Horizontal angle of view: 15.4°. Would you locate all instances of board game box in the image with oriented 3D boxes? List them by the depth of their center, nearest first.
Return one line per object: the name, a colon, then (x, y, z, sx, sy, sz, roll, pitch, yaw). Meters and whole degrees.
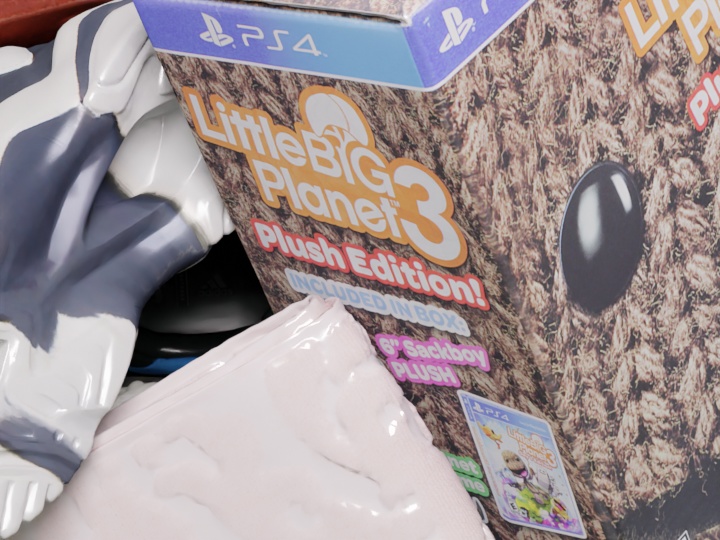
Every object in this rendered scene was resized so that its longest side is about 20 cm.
board game box: (0.058, -0.030, 0.679, 0.096, 0.201, 0.159, 12, 47, 44)

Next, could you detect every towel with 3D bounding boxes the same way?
towel: (-0.033, 0.132, 0.679, 0.190, 0.032, 0.201, -29, 102, 16)

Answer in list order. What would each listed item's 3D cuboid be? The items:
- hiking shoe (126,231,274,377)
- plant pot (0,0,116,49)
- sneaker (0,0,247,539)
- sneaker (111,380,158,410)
hiking shoe: (0.000, 0.000, 0.776, 0.198, 0.087, 0.075, -12, 92, -2)
plant pot: (-0.128, -0.133, 0.774, 0.198, 0.200, 0.178, -13, 81, 9)
sneaker: (-0.118, 0.008, 0.672, 0.080, 0.129, 0.200, 48, 59, -25)
sneaker: (-0.063, 0.058, 0.745, 0.200, 0.081, 0.070, 31, 39, 28)
